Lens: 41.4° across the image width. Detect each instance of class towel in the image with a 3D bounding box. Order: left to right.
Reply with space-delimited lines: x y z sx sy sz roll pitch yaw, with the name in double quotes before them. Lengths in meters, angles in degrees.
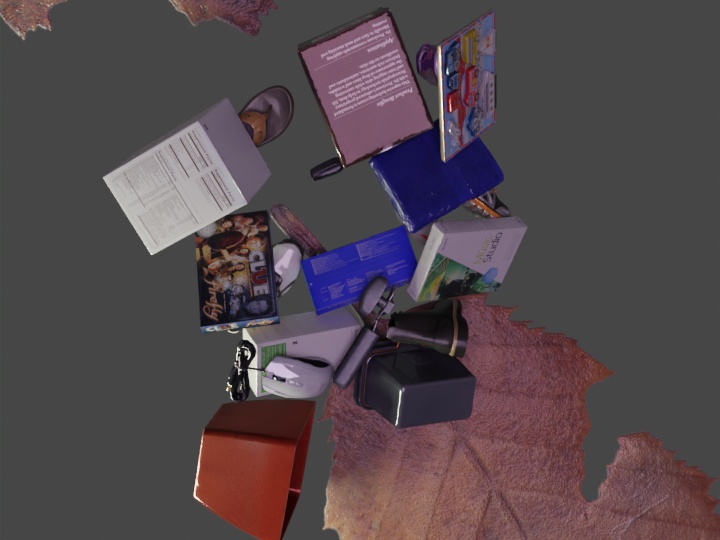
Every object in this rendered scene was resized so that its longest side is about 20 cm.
"towel" 0.126 -0.167 1.592 0.198 0.050 0.149 -30 87 -17

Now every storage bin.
"storage bin" 0.107 0.197 1.682 0.196 0.134 0.149 -4 110 -28

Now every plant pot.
"plant pot" -0.194 0.344 1.716 0.172 0.200 0.204 11 104 4

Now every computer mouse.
"computer mouse" -0.126 0.178 1.605 0.196 0.044 0.112 9 109 -30

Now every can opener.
"can opener" 0.000 0.104 1.642 0.066 0.053 0.202 32 98 -1

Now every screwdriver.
"screwdriver" 0.002 -0.206 1.655 0.197 0.028 0.029 -26 143 8

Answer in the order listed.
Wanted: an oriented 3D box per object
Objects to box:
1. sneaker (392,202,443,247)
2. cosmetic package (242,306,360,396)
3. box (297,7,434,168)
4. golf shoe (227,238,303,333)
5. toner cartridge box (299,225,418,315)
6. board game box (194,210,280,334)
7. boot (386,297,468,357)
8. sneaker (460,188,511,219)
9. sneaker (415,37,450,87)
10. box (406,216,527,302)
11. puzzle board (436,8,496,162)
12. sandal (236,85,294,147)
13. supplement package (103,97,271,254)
"sneaker" 0.090 -0.118 1.654 0.069 0.094 0.202 -27 105 4
"cosmetic package" -0.104 0.139 1.677 0.196 0.085 0.110 -10 117 -22
"box" 0.004 -0.304 1.562 0.163 0.164 0.203 -22 106 2
"golf shoe" -0.169 0.036 1.679 0.077 0.095 0.201 37 98 -11
"toner cartridge box" 0.000 0.000 1.677 0.196 0.043 0.097 -18 75 -4
"board game box" -0.213 0.001 1.635 0.132 0.035 0.204 -8 66 -2
"boot" 0.107 0.084 1.655 0.135 0.200 0.079 9 99 -5
"sneaker" 0.193 -0.153 1.664 0.199 0.078 0.078 36 82 -18
"sneaker" 0.128 -0.339 1.556 0.087 0.200 0.082 29 94 7
"box" 0.185 -0.020 1.645 0.197 0.036 0.146 -6 130 -34
"puzzle board" 0.174 -0.292 1.512 0.150 0.017 0.203 -38 138 -35
"sandal" -0.199 -0.241 1.622 0.197 0.055 0.083 -27 104 5
"supplement package" -0.281 -0.156 1.565 0.197 0.152 0.152 -25 106 21
